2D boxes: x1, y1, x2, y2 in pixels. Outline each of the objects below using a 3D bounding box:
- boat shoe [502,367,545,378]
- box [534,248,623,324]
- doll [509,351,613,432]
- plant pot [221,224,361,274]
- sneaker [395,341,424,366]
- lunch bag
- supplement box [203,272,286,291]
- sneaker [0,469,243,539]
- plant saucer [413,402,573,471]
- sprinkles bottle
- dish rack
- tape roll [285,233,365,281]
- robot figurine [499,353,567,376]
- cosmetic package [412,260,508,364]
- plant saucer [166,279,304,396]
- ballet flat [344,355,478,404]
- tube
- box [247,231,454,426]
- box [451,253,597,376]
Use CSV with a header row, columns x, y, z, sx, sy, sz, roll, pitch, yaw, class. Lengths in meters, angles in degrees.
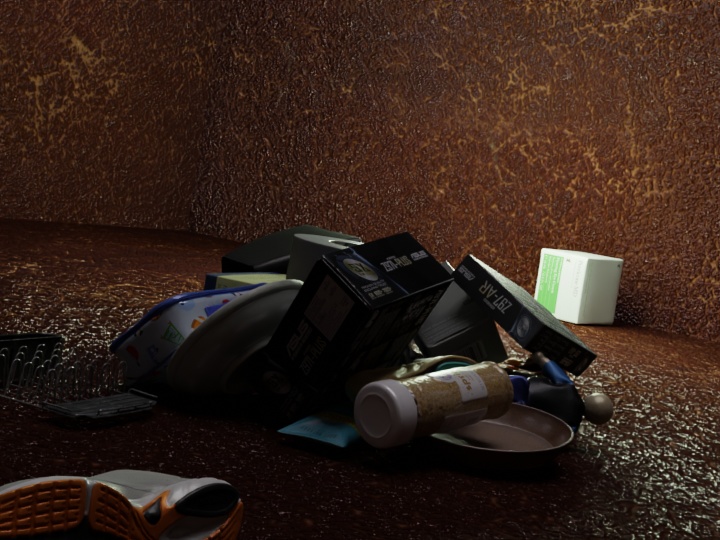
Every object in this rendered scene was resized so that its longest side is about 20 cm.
x,y,z,sx,sy,sz,roll,pitch,yaw,class
0.183,0.162,1.336,0.199,0.072,0.060,12,-31,-7,boat shoe
0.637,0.048,2.926,0.200,0.200,0.171,2,8,-45,box
0.219,0.164,1.264,0.199,0.137,0.049,4,-36,9,doll
-0.122,0.040,1.636,0.177,0.200,0.200,-6,12,-29,plant pot
0.049,0.145,1.382,0.066,0.091,0.200,4,-23,15,sneaker
-0.190,0.075,1.218,0.160,0.076,0.200,-38,-16,33,lunch bag
-0.091,0.086,1.389,0.199,0.135,0.200,11,5,22,supplement box
-0.180,0.169,0.669,0.092,0.076,0.200,3,-8,42,sneaker
0.143,0.188,1.147,0.199,0.035,0.200,6,8,-1,plant saucer
0.083,0.143,1.080,0.068,0.069,0.200,13,12,42,sprinkles bottle
-0.324,0.115,1.073,0.199,0.055,0.153,12,6,26,dish rack
0.000,0.000,1.375,0.199,0.066,0.200,11,6,-1,tape roll
0.213,0.153,1.465,0.199,0.058,0.145,2,-14,28,robot figurine
0.125,0.076,1.454,0.107,0.090,0.200,-27,30,-5,cosmetic package
-0.129,0.094,1.170,0.050,0.200,0.200,51,23,20,plant saucer
0.063,0.126,1.151,0.200,0.069,0.063,-2,21,-46,ballet flat
-0.008,0.170,1.126,0.077,0.051,0.200,3,6,27,tube
-0.011,0.067,1.132,0.086,0.200,0.164,45,34,21,box
0.232,0.065,1.402,0.160,0.044,0.200,46,12,35,box
